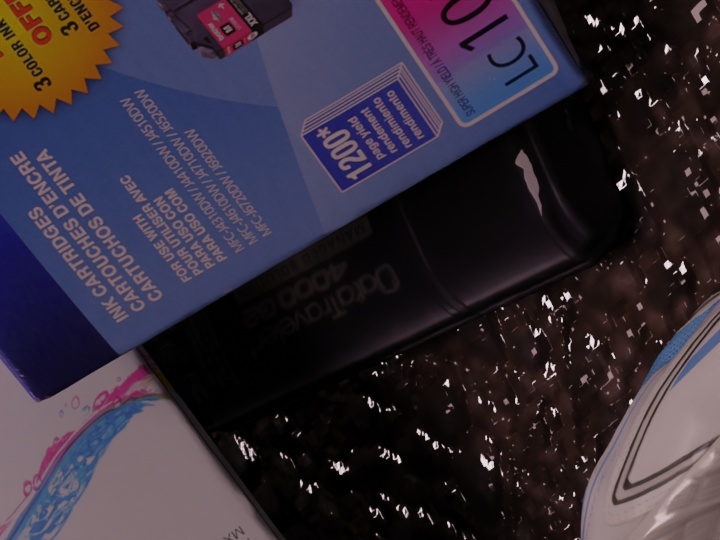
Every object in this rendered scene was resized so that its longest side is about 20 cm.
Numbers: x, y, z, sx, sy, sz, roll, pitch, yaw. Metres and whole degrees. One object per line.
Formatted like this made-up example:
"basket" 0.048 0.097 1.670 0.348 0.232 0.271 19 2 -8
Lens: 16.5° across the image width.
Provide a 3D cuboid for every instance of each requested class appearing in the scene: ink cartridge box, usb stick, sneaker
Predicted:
"ink cartridge box" -0.073 0.086 0.737 0.200 0.083 0.146 51 170 29
"usb stick" 0.000 0.000 0.723 0.200 0.033 0.056 -28 86 48
"sneaker" 0.113 0.012 0.573 0.200 0.072 0.073 -52 30 34
"ink cartridge box" -0.064 -0.061 0.631 0.200 0.137 0.076 -30 29 12
